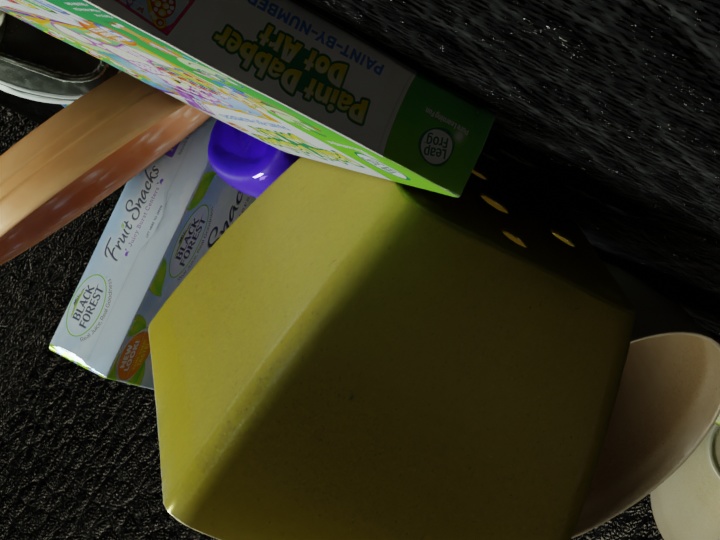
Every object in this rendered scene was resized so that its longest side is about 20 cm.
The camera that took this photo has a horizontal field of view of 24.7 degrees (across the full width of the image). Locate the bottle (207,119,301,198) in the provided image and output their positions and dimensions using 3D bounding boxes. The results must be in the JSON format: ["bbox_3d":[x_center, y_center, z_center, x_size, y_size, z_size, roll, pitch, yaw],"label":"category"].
[{"bbox_3d":[0.006,-0.044,0.961,0.199,0.066,0.083,26,177,-39],"label":"bottle"}]

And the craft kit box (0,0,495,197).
[{"bbox_3d":[-0.068,-0.101,0.735,0.196,0.049,0.200,23,179,-26],"label":"craft kit box"}]

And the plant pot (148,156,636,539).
[{"bbox_3d":[0.025,0.038,0.835,0.199,0.177,0.200,26,-162,-20],"label":"plant pot"}]

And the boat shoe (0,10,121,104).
[{"bbox_3d":[-0.208,-0.145,0.868,0.199,0.071,0.064,28,178,-25],"label":"boat shoe"}]

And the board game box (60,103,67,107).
[{"bbox_3d":[-0.171,-0.123,1.101,0.135,0.035,0.200,39,-176,21],"label":"board game box"}]

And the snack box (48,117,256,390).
[{"bbox_3d":[-0.113,-0.021,1.084,0.053,0.201,0.142,24,179,21],"label":"snack box"}]

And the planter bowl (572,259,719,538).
[{"bbox_3d":[0.119,0.066,1.069,0.200,0.200,0.135,27,-156,-50],"label":"planter bowl"}]

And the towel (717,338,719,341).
[{"bbox_3d":[0.223,0.043,1.288,0.199,0.023,0.145,25,179,-12],"label":"towel"}]

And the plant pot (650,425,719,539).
[{"bbox_3d":[0.404,0.215,1.730,0.186,0.188,0.200,24,164,14],"label":"plant pot"}]

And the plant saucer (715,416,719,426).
[{"bbox_3d":[0.409,0.153,1.511,0.199,0.048,0.200,26,178,-31],"label":"plant saucer"}]

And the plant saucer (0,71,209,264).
[{"bbox_3d":[-0.154,-0.064,0.922,0.038,0.200,0.200,54,176,-3],"label":"plant saucer"}]
